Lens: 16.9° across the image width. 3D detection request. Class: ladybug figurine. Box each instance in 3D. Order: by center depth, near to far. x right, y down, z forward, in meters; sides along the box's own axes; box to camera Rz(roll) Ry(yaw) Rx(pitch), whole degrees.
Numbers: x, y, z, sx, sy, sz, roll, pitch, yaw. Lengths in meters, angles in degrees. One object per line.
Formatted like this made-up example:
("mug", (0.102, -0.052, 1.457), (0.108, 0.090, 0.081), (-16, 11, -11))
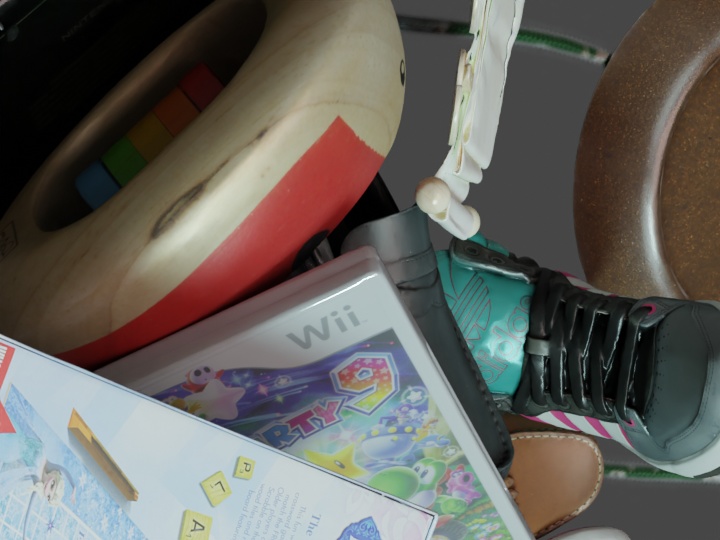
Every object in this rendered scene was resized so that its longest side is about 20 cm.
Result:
("ladybug figurine", (-0.058, -0.029, 0.873), (0.200, 0.136, 0.072), (-42, 115, 6))

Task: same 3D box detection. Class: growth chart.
("growth chart", (0.051, -0.107, 0.952), (0.018, 0.145, 0.202), (9, 79, 9))

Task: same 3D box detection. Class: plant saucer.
("plant saucer", (0.188, -0.045, 1.130), (0.199, 0.034, 0.202), (-9, 106, -32))

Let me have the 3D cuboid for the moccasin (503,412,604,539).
("moccasin", (0.023, 0.105, 1.034), (0.200, 0.078, 0.074), (-6, 105, -32))

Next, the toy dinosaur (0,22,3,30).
("toy dinosaur", (-0.155, -0.131, 0.825), (0.198, 0.048, 0.089), (10, 59, -7))

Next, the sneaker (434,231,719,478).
("sneaker", (0.079, 0.031, 0.991), (0.120, 0.200, 0.084), (11, 88, -19))

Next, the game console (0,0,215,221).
("game console", (-0.127, -0.140, 0.912), (0.200, 0.116, 0.176), (-43, 151, -16))

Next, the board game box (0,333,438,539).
("board game box", (-0.094, 0.135, 0.747), (0.199, 0.041, 0.201), (25, 81, -29))

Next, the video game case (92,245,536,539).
("video game case", (-0.023, 0.087, 0.896), (0.142, 0.018, 0.200), (-24, 134, 5))

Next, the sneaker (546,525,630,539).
("sneaker", (0.093, 0.219, 1.087), (0.080, 0.088, 0.201), (0, 118, -38))

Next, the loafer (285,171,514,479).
("loafer", (0.000, 0.000, 0.944), (0.201, 0.070, 0.068), (56, 35, 5))
